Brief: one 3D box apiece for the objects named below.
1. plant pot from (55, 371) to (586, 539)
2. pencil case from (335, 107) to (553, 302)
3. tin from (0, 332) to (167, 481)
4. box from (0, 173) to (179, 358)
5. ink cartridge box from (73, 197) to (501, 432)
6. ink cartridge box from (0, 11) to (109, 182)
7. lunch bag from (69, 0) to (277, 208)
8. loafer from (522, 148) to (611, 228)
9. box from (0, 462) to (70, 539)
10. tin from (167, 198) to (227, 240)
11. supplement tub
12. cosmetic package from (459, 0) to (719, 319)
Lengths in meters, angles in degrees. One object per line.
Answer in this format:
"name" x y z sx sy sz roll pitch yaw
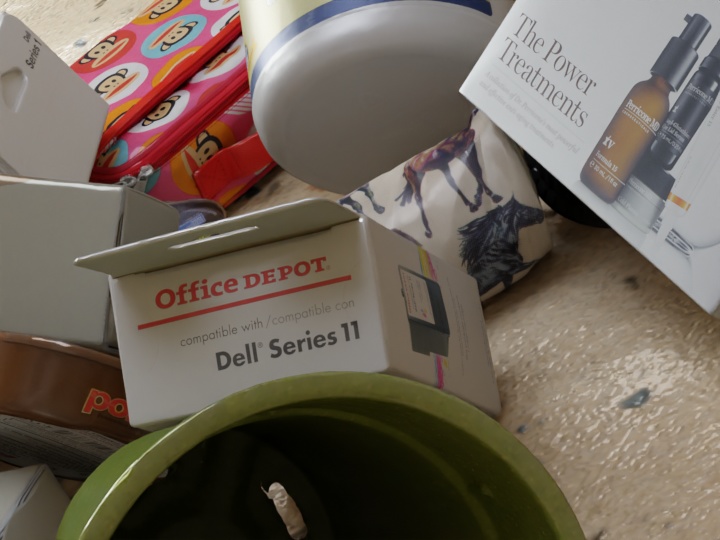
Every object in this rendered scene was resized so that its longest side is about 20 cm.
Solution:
"plant pot" -0.039 0.128 0.982 0.200 0.201 0.190 -36 14 -13
"pencil case" 0.000 0.000 1.268 0.199 0.078 0.090 -31 44 -2
"tin" -0.146 0.064 1.232 0.200 0.111 0.042 -8 59 61
"box" -0.196 -0.006 1.289 0.198 0.078 0.095 6 -5 12
"ink cartridge box" -0.027 0.030 1.108 0.116 0.068 0.200 -14 -14 17
"ink cartridge box" -0.235 -0.023 1.442 0.200 0.084 0.145 -41 21 23
"lunch bag" -0.090 -0.094 1.542 0.200 0.082 0.176 -43 32 -23
"loafer" 0.158 -0.060 1.238 0.071 0.074 0.199 -14 11 -43
"box" -0.220 0.153 1.236 0.199 0.069 0.082 -13 31 32
"tin" -0.149 0.033 1.416 0.199 0.042 0.112 -31 21 -2
"supplement tub" 0.006 -0.155 1.389 0.144 0.144 0.201 -21 55 18
"cosmetic package" 0.147 -0.087 1.157 0.151 0.052 0.200 -56 44 11
